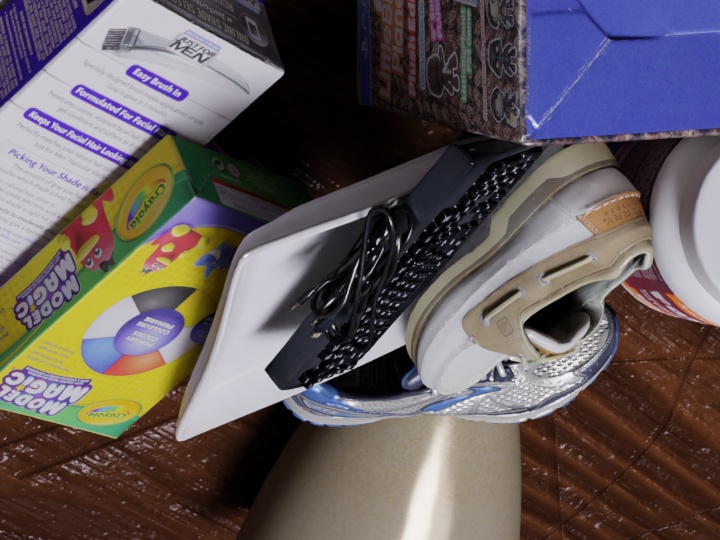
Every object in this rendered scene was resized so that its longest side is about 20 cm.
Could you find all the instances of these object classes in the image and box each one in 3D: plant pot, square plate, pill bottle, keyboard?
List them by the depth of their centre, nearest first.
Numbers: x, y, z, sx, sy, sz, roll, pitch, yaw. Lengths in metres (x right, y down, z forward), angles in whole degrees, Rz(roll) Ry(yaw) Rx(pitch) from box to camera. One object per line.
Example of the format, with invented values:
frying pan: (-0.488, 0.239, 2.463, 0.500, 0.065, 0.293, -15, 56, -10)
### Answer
keyboard: (0.021, 0.008, 1.485, 0.104, 0.040, 0.200, -14, 152, -43)
square plate: (0.000, 0.000, 1.533, 0.197, 0.029, 0.200, -23, 159, -25)
pill bottle: (0.196, -0.027, 1.551, 0.113, 0.115, 0.200, -17, -176, -6)
plant pot: (0.025, 0.136, 1.813, 0.186, 0.188, 0.201, 0, 124, -26)

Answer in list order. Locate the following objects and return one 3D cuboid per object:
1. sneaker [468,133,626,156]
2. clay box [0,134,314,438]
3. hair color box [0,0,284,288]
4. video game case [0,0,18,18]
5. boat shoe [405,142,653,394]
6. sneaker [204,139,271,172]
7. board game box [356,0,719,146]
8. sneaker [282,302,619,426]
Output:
sneaker: (0.106, -0.059, 1.677, 0.199, 0.076, 0.078, -34, 138, 13)
clay box: (-0.122, 0.020, 1.539, 0.200, 0.048, 0.115, -42, 145, 23)
hair color box: (-0.147, -0.079, 1.492, 0.200, 0.065, 0.109, -39, 137, 25)
video game case: (-0.179, -0.175, 1.430, 0.182, 0.023, 0.200, -39, 140, 22)
boat shoe: (0.086, 0.016, 1.557, 0.074, 0.069, 0.200, -20, 158, -34)
sneaker: (-0.079, -0.033, 1.619, 0.080, 0.089, 0.200, -18, 125, 29)
board game box: (0.107, -0.124, 1.477, 0.158, 0.200, 0.098, -4, 100, -22)
sneaker: (0.049, 0.051, 1.683, 0.199, 0.078, 0.085, -11, 171, 1)
